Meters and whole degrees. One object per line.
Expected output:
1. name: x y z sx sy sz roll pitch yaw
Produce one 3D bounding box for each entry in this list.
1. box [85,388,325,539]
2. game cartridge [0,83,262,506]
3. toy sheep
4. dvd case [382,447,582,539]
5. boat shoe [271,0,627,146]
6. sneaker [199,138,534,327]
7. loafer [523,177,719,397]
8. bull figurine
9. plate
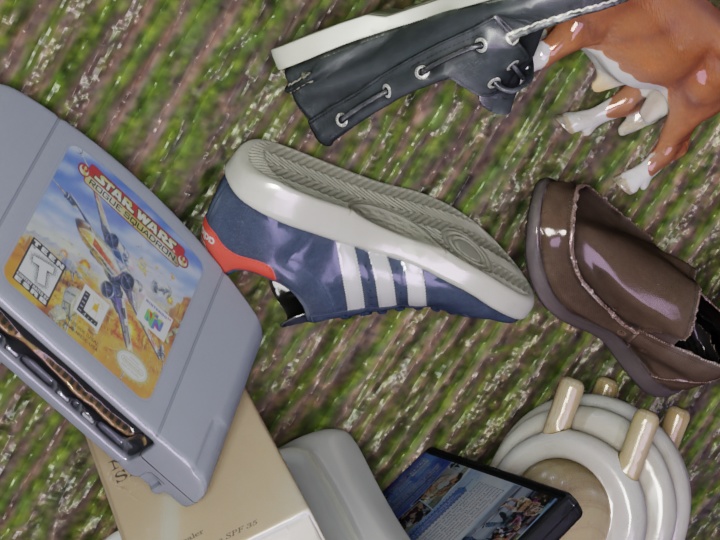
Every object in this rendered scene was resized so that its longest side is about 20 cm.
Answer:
1. box: -0.079 0.121 0.990 0.094 0.200 0.078 -27 120 -7
2. game cartridge: -0.132 0.006 0.930 0.041 0.134 0.200 -29 117 37
3. toy sheep: 0.138 0.135 1.141 0.138 0.138 0.200 -51 158 13
4. dvd case: 0.030 0.162 1.058 0.143 0.200 0.018 -43 104 -13
5. boat shoe: 0.053 -0.106 0.938 0.197 0.074 0.067 -14 99 19
6. sneaker: 0.000 0.000 1.038 0.198 0.075 0.085 22 115 -25
7. loafer: 0.161 0.005 1.096 0.070 0.074 0.200 -9 149 35
8. bull figurine: 0.130 -0.131 1.013 0.199 0.065 0.122 34 107 -33
9. plate: -0.072 0.166 1.030 0.198 0.200 0.033 -28 117 -5
